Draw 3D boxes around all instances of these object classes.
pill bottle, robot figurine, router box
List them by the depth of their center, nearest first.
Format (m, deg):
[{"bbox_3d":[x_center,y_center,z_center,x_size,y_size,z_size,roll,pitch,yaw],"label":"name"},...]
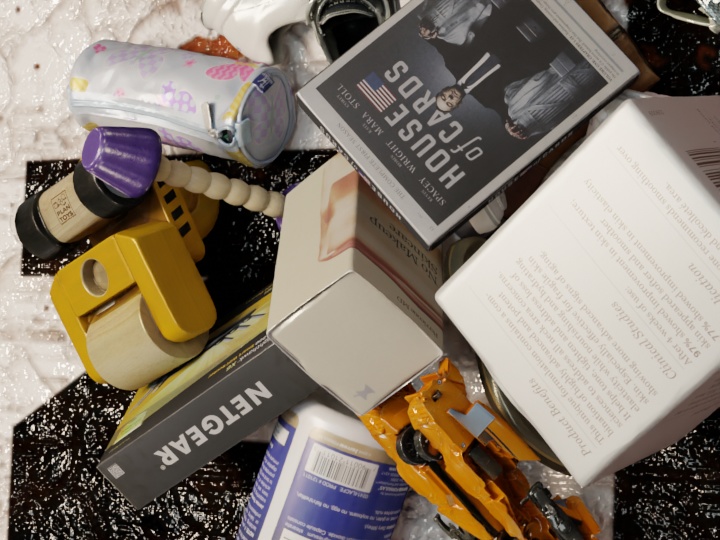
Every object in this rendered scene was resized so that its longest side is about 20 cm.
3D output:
[{"bbox_3d":[0.095,0.156,1.258,0.200,0.058,0.145,47,153,-12],"label":"robot figurine"},{"bbox_3d":[-0.034,0.200,1.352,0.116,0.116,0.200,24,98,30],"label":"pill bottle"},{"bbox_3d":[-0.104,0.085,1.381,0.200,0.157,0.052,-35,106,23],"label":"router box"}]

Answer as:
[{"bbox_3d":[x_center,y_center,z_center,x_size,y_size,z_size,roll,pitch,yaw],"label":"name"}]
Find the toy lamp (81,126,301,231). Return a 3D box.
[{"bbox_3d":[-0.126,-0.071,1.379,0.058,0.200,0.058,-27,57,50],"label":"toy lamp"}]

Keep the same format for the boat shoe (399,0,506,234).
[{"bbox_3d":[0.085,-0.129,1.285,0.068,0.072,0.200,-17,73,13],"label":"boat shoe"}]

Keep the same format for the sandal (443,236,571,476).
[{"bbox_3d":[0.125,0.059,1.284,0.054,0.080,0.200,-34,72,39],"label":"sandal"}]

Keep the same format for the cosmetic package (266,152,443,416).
[{"bbox_3d":[0.000,0.000,1.295,0.087,0.103,0.200,-37,25,23],"label":"cosmetic package"}]

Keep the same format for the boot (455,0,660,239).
[{"bbox_3d":[0.101,-0.149,1.332,0.200,0.068,0.188,-46,65,18],"label":"boot"}]

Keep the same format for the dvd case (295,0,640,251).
[{"bbox_3d":[0.076,-0.132,1.242,0.200,0.025,0.150,-40,79,-8],"label":"dvd case"}]

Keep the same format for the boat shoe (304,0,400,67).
[{"bbox_3d":[-0.009,-0.198,1.331,0.073,0.068,0.200,-15,69,16],"label":"boat shoe"}]

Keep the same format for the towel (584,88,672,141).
[{"bbox_3d":[0.239,-0.023,1.242,0.200,0.032,0.191,16,106,31],"label":"towel"}]

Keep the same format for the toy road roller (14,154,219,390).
[{"bbox_3d":[-0.175,-0.015,1.438,0.123,0.146,0.200,-29,83,41],"label":"toy road roller"}]

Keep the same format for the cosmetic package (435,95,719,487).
[{"bbox_3d":[0.196,0.009,1.156,0.200,0.166,0.167,-46,72,28],"label":"cosmetic package"}]

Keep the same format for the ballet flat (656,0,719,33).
[{"bbox_3d":[0.221,-0.229,1.272,0.200,0.074,0.074,41,106,30],"label":"ballet flat"}]

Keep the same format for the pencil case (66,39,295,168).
[{"bbox_3d":[-0.153,-0.141,1.466,0.200,0.091,0.083,15,137,32],"label":"pencil case"}]

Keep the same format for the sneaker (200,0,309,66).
[{"bbox_3d":[-0.043,-0.255,1.434,0.087,0.074,0.200,45,112,9],"label":"sneaker"}]
